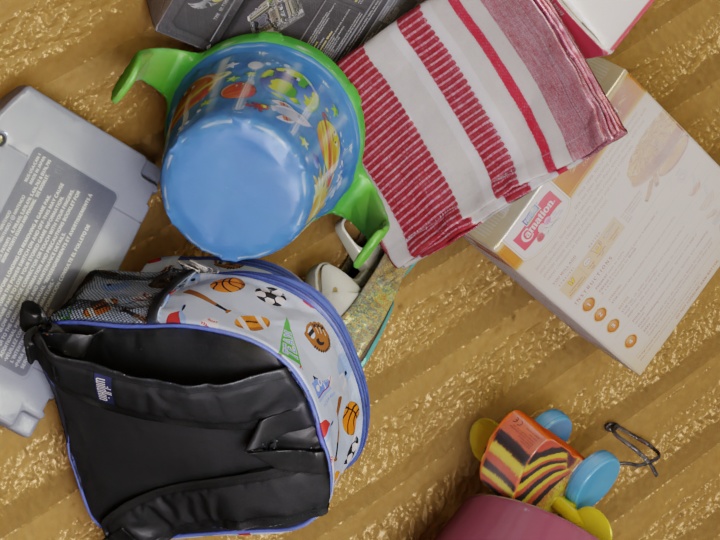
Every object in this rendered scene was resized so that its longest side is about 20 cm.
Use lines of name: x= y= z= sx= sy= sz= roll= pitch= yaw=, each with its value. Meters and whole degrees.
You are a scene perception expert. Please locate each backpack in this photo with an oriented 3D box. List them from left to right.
backpack: x=-0.089 y=0.082 z=1.386 sx=0.154 sy=0.190 sz=0.200 roll=-52 pitch=136 yaw=-44

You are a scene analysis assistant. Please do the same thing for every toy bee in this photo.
toy bee: x=0.141 y=0.164 z=1.573 sx=0.200 sy=0.131 sz=0.109 roll=25 pitch=104 yaw=-37

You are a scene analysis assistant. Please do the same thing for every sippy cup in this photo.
sippy cup: x=-0.070 y=-0.071 z=1.409 sx=0.177 sy=0.130 sz=0.140 roll=1 pitch=112 yaw=7

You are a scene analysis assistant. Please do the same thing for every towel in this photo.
towel: x=0.060 y=-0.103 z=1.435 sx=0.144 sy=0.200 sz=0.023 roll=59 pitch=33 yaw=1

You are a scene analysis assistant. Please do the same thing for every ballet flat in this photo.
ballet flat: x=0.000 y=0.000 z=1.517 sx=0.071 sy=0.071 sz=0.200 roll=42 pitch=66 yaw=-22

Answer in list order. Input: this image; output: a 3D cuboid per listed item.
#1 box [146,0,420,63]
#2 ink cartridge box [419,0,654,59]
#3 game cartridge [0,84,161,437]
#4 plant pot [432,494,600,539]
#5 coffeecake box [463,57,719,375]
box: x=-0.027 y=-0.220 z=1.445 sx=0.158 sy=0.048 sz=0.200 roll=18 pitch=121 yaw=-26
ink cartridge box: x=0.135 y=-0.216 z=1.509 sx=0.086 sy=0.200 sz=0.148 roll=45 pitch=71 yaw=-21
game cartridge: x=-0.225 y=-0.010 z=1.411 sx=0.133 sy=0.042 sz=0.200 roll=31 pitch=77 yaw=-21
plant pot: x=0.092 y=0.261 z=1.498 sx=0.200 sy=0.200 sz=0.179 roll=36 pitch=69 yaw=-24
coffeecake box: x=0.172 y=-0.043 z=1.555 sx=0.154 sy=0.073 sz=0.200 roll=-53 pitch=132 yaw=-2
